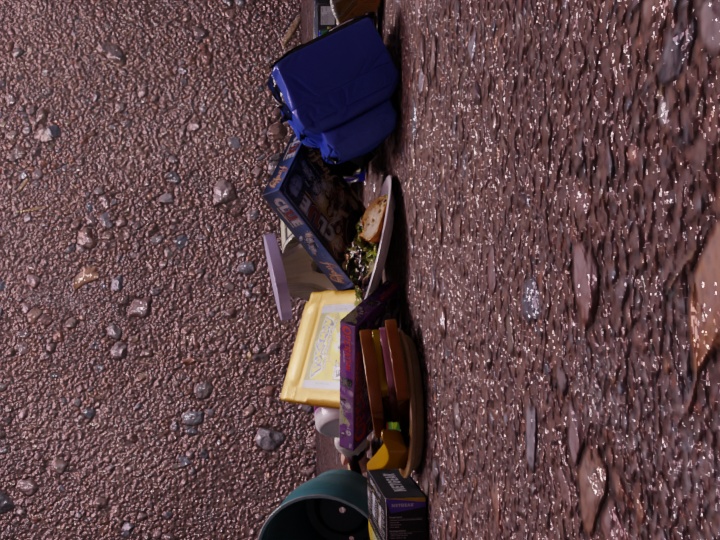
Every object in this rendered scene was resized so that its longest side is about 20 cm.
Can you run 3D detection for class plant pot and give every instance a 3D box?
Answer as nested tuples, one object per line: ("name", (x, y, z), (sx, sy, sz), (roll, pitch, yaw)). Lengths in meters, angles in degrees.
("plant pot", (-0.043, 0.402, 1.508), (0.188, 0.199, 0.202), (-55, -35, -76))

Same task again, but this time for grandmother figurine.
("grandmother figurine", (-0.012, 0.298, 1.635), (0.200, 0.060, 0.122), (75, -179, -68))

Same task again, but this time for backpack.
("backpack", (-0.037, -0.232, 1.328), (0.200, 0.162, 0.169), (-159, 47, -81))

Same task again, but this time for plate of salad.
("plate of salad", (0.008, -0.034, 1.338), (0.200, 0.048, 0.201), (-168, 90, -84))

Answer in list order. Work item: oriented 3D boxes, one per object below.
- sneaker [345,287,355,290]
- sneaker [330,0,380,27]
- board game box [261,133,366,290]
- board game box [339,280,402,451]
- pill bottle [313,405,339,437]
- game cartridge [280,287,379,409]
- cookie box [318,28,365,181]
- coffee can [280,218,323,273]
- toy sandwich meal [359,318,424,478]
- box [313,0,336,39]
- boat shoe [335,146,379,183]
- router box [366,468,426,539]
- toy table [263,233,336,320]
("sneaker", (0.000, 0.000, 1.583), (0.094, 0.070, 0.201), (63, -170, -46))
("sneaker", (-0.010, -0.380, 1.424), (0.088, 0.075, 0.201), (-98, 10, -56))
("board game box", (-0.055, -0.087, 1.438), (0.200, 0.034, 0.136), (52, -139, -32))
("board game box", (0.013, 0.127, 1.297), (0.120, 0.032, 0.201), (-35, -44, -45))
("pill bottle", (-0.024, 0.152, 1.538), (0.112, 0.111, 0.201), (99, 165, -61))
("game cartridge", (-0.041, 0.114, 1.443), (0.199, 0.032, 0.177), (-5, 67, 54))
("cookie box", (-0.031, -0.279, 1.651), (0.172, 0.075, 0.201), (96, 170, -55))
("coffee can", (-0.084, -0.100, 1.872), (0.147, 0.145, 0.201), (95, 171, -47))
("toy sandwich meal", (0.033, 0.162, 1.214), (0.205, 0.070, 0.207), (178, 90, -84))
("box", (-0.076, -0.506, 2.119), (0.158, 0.051, 0.201), (-99, 9, -56))
("boat shoe", (-0.026, -0.169, 1.510), (0.062, 0.075, 0.200), (-62, 19, -13))
("router box", (0.045, 0.347, 1.243), (0.200, 0.052, 0.158), (174, 94, -84))
("toy table", (-0.097, 0.000, 1.691), (0.201, 0.116, 0.185), (-107, 9, -47))
